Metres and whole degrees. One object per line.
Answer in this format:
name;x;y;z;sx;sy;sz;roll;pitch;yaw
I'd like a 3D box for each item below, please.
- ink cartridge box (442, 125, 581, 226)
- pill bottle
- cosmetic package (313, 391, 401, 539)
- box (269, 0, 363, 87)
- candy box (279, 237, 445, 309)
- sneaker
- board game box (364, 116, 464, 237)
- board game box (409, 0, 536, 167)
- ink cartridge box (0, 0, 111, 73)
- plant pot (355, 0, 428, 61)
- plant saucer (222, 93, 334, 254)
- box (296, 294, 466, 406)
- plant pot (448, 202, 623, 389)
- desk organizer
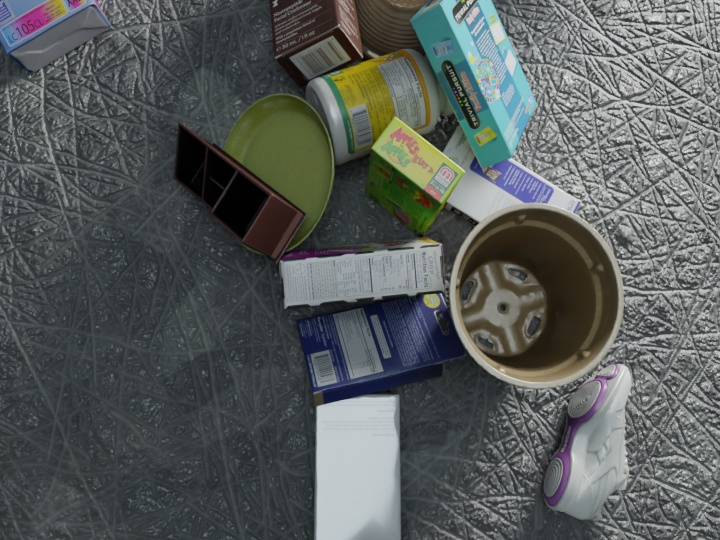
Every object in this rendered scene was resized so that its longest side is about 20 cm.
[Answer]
ink cartridge box;0.189;-0.099;0.967;0.197;0.039;0.101;33;83;4
pill bottle;0.036;-0.221;0.936;0.195;0.113;0.115;-21;83;-13
cosmetic package;-0.004;0.256;0.894;0.109;0.081;0.207;2;83;-1
box;-0.063;-0.357;0.936;0.098;0.075;0.205;-19;62;22
candy box;0.000;0.000;0.896;0.194;0.136;0.063;-5;96;-3
sneaker;0.307;0.221;0.921;0.098;0.075;0.204;26;86;-12
board game box;0.060;-0.107;0.883;0.101;0.200;0.048;38;83;4
board game box;0.148;-0.258;0.901;0.203;0.046;0.152;58;40;-22
ink cartridge box;-0.452;-0.395;0.972;0.134;0.076;0.203;-31;83;-5
plant pot;0.062;-0.383;0.975;0.194;0.093;0.207;0;82;-2
plant saucer;-0.105;-0.122;0.923;0.196;0.031;0.207;-2;87;36
box;0.024;0.093;0.902;0.194;0.033;0.123;-13;45;-7
plant pot;0.192;0.040;0.875;0.194;0.184;0.207;0;82;-1
desk organizer;-0.166;-0.100;0.892;0.199;0.077;0.073;37;94;30
